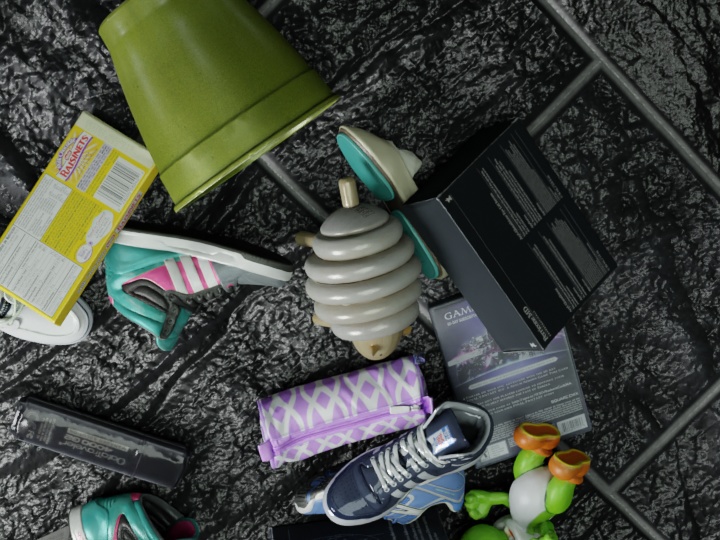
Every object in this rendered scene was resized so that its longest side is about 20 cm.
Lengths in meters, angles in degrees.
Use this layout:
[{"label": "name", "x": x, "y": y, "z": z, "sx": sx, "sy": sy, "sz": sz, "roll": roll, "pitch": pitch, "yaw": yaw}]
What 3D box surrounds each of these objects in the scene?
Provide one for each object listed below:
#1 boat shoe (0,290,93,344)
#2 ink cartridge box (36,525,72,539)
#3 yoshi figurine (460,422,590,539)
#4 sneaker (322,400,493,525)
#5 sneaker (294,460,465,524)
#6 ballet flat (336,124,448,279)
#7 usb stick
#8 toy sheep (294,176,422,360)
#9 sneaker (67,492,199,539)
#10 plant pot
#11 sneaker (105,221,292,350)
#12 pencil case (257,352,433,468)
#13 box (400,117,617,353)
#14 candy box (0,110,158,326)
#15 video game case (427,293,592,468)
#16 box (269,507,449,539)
[{"label": "boat shoe", "x": -0.378, "y": 0.034, "z": 1.550, "sx": 0.198, "sy": 0.067, "sz": 0.074, "roll": 20, "pitch": 103, "yaw": -11}, {"label": "ink cartridge box", "x": -0.359, "y": 0.374, "z": 1.577, "sx": 0.144, "sy": 0.200, "sz": 0.085, "roll": -25, "pitch": 107, "yaw": 1}, {"label": "yoshi figurine", "x": 0.171, "y": 0.275, "z": 1.657, "sx": 0.111, "sy": 0.113, "sz": 0.202, "roll": 20, "pitch": 114, "yaw": -2}, {"label": "sneaker", "x": 0.053, "y": 0.200, "z": 1.563, "sx": 0.198, "sy": 0.109, "sz": 0.071, "roll": -24, "pitch": 74, "yaw": -16}, {"label": "sneaker", "x": 0.025, "y": 0.249, "z": 1.650, "sx": 0.198, "sy": 0.076, "sz": 0.078, "roll": -11, "pitch": 102, "yaw": -2}, {"label": "ballet flat", "x": 0.049, "y": -0.084, "z": 1.574, "sx": 0.069, "sy": 0.070, "sz": 0.201, "roll": -32, "pitch": 108, "yaw": 3}, {"label": "usb stick", "x": -0.284, "y": 0.188, "z": 1.622, "sx": 0.198, "sy": 0.033, "sz": 0.056, "roll": 19, "pitch": 109, "yaw": -11}, {"label": "toy sheep", "x": 0.000, "y": 0.000, "z": 1.545, "sx": 0.136, "sy": 0.138, "sz": 0.202, "roll": -16, "pitch": 109, "yaw": -2}, {"label": "sneaker", "x": -0.227, "y": 0.328, "z": 1.645, "sx": 0.120, "sy": 0.084, "sz": 0.201, "roll": -24, "pitch": 106, "yaw": 11}, {"label": "plant pot", "x": -0.154, "y": -0.194, "z": 1.462, "sx": 0.199, "sy": 0.200, "sz": 0.194, "roll": -34, "pitch": 94, "yaw": 4}, {"label": "sneaker", "x": -0.177, "y": 0.025, "z": 1.552, "sx": 0.198, "sy": 0.084, "sz": 0.122, "roll": 11, "pitch": 99, "yaw": -1}, {"label": "pencil case", "x": -0.016, "y": 0.156, "z": 1.616, "sx": 0.198, "sy": 0.086, "sz": 0.085, "roll": -17, "pitch": 119, "yaw": 0}, {"label": "box", "x": 0.158, "y": -0.035, "z": 1.556, "sx": 0.141, "sy": 0.079, "sz": 0.201, "roll": -44, "pitch": 107, "yaw": -29}, {"label": "candy box", "x": -0.294, "y": -0.054, "z": 1.508, "sx": 0.102, "sy": 0.026, "sz": 0.201, "roll": 30, "pitch": 83, "yaw": 16}, {"label": "video game case", "x": 0.169, "y": 0.110, "z": 1.658, "sx": 0.141, "sy": 0.019, "sz": 0.202, "roll": -18, "pitch": 106, "yaw": -2}, {"label": "box", "x": 0.004, "y": 0.351, "z": 1.639, "sx": 0.198, "sy": 0.149, "sz": 0.108, "roll": -5, "pitch": 106, "yaw": -4}]
